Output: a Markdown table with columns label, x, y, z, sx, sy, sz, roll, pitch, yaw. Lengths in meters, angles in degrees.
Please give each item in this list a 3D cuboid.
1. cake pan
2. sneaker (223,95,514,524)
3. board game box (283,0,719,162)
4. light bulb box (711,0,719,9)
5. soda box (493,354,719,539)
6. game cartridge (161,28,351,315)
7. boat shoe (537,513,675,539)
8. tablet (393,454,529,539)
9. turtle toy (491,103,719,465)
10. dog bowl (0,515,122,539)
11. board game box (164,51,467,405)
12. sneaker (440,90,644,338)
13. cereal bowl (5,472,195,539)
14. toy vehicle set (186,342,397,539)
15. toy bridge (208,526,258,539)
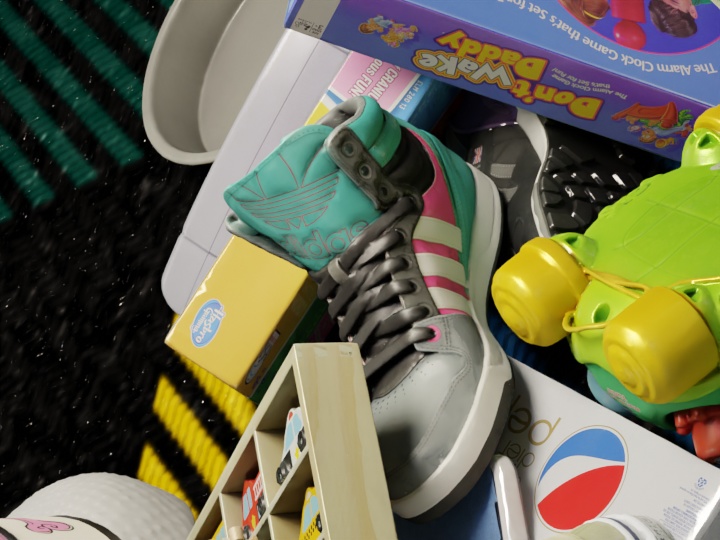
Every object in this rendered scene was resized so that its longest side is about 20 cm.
| label | x | y | z | sx | sy | sz | roll | pitch | yaw |
| --- | --- | --- | --- | --- | --- | --- | --- | --- | --- |
| cake pan | -0.043 | -0.138 | 1.337 | 0.200 | 0.037 | 0.201 | -31 | 41 | 31 |
| sneaker | 0.000 | 0.000 | 0.966 | 0.084 | 0.121 | 0.200 | -39 | 30 | 29 |
| board game box | 0.076 | -0.140 | 1.053 | 0.045 | 0.199 | 0.135 | 124 | 161 | -56 |
| light bulb box | 0.208 | -0.189 | 0.933 | 0.200 | 0.198 | 0.125 | -40 | 35 | 19 |
| soda box | 0.090 | 0.089 | 0.954 | 0.064 | 0.068 | 0.200 | -57 | 34 | -3 |
| game cartridge | -0.028 | -0.070 | 1.151 | 0.200 | 0.041 | 0.133 | -61 | -13 | 19 |
| boat shoe | 0.041 | 0.156 | 0.859 | 0.200 | 0.062 | 0.072 | -58 | 41 | 32 |
| tablet | 0.010 | 0.165 | 0.972 | 0.200 | 0.014 | 0.131 | -33 | 57 | 50 |
| turtle toy | 0.154 | 0.019 | 0.904 | 0.146 | 0.101 | 0.200 | -35 | 31 | -17 |
| dog bowl | -0.168 | 0.193 | 0.984 | 0.200 | 0.074 | 0.201 | -22 | 58 | 41 |
| board game box | -0.012 | -0.031 | 1.126 | 0.200 | 0.040 | 0.153 | -58 | -8 | -4 |
| sneaker | 0.082 | -0.019 | 1.073 | 0.088 | 0.076 | 0.200 | -53 | 27 | 30 |
| cereal bowl | -0.161 | 0.182 | 1.122 | 0.200 | 0.083 | 0.200 | -52 | 22 | 30 |
| toy vehicle set | -0.029 | 0.129 | 0.951 | 0.200 | 0.026 | 0.125 | 120 | 144 | -57 |
| toy bridge | -0.067 | 0.164 | 0.982 | 0.200 | 0.027 | 0.067 | 108 | 154 | -47 |
